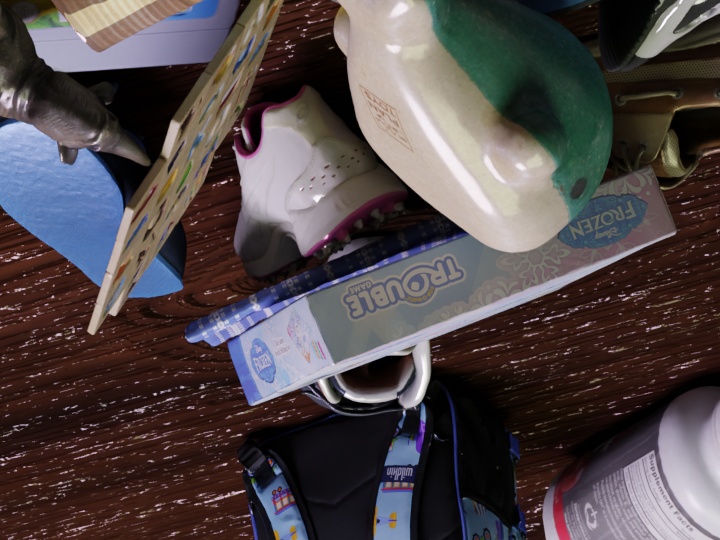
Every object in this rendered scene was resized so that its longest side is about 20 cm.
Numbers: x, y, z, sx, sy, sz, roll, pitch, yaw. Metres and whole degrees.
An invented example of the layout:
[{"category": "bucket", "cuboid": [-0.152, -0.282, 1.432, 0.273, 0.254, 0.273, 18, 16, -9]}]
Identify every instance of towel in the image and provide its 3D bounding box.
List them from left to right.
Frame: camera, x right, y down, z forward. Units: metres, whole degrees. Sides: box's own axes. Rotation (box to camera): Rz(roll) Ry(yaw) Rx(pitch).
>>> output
[{"category": "towel", "cuboid": [0.000, 0.000, 1.572, 0.199, 0.024, 0.145, -23, 179, 0]}]

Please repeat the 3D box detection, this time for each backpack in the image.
[{"category": "backpack", "cuboid": [0.023, 0.195, 1.874, 0.182, 0.201, 0.134, -22, 149, 26]}]

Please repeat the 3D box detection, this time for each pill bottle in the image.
[{"category": "pill bottle", "cuboid": [0.224, 0.145, 1.918, 0.110, 0.111, 0.200, 13, 148, -33]}]

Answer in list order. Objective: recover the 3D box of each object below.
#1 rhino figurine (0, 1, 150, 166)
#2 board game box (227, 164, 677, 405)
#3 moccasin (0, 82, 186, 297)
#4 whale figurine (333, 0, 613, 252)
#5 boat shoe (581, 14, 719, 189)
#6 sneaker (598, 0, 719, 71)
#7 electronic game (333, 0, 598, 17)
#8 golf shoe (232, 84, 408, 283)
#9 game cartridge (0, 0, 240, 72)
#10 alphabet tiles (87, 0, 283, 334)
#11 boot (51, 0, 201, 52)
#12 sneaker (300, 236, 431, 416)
[{"category": "rhino figurine", "cuboid": [-0.184, -0.102, 1.322, 0.200, 0.060, 0.087, 29, 174, -6]}, {"category": "board game box", "cuboid": [0.044, 0.011, 1.514, 0.199, 0.044, 0.199, -20, 178, -17]}, {"category": "moccasin", "cuboid": [-0.149, -0.052, 1.505, 0.080, 0.068, 0.200, -4, 154, 13]}, {"category": "whale figurine", "cuboid": [0.051, -0.100, 1.329, 0.104, 0.159, 0.200, -43, 137, -9]}, {"category": "boat shoe", "cuboid": [0.153, -0.083, 1.499, 0.199, 0.072, 0.076, -17, 151, 21]}, {"category": "sneaker", "cuboid": [0.181, -0.154, 1.363, 0.088, 0.074, 0.200, 7, 151, -20]}, {"category": "electronic game", "cuboid": [0.046, -0.168, 1.320, 0.199, 0.042, 0.200, 3, 156, 1]}, {"category": "golf shoe", "cuboid": [-0.035, -0.049, 1.541, 0.075, 0.092, 0.200, -33, -178, -20]}, {"category": "game cartridge", "cuboid": [-0.121, -0.156, 1.341, 0.133, 0.041, 0.200, -8, 153, -5]}, {"category": "alphabet tiles", "cuboid": [-0.086, -0.059, 1.418, 0.006, 0.167, 0.200, 30, 149, 2]}, {"category": "boot", "cuboid": [-0.103, -0.207, 1.209, 0.154, 0.074, 0.200, -33, 122, 10]}, {"category": "sneaker", "cuboid": [-0.002, 0.057, 1.737, 0.078, 0.080, 0.200, -3, 155, -7]}]
